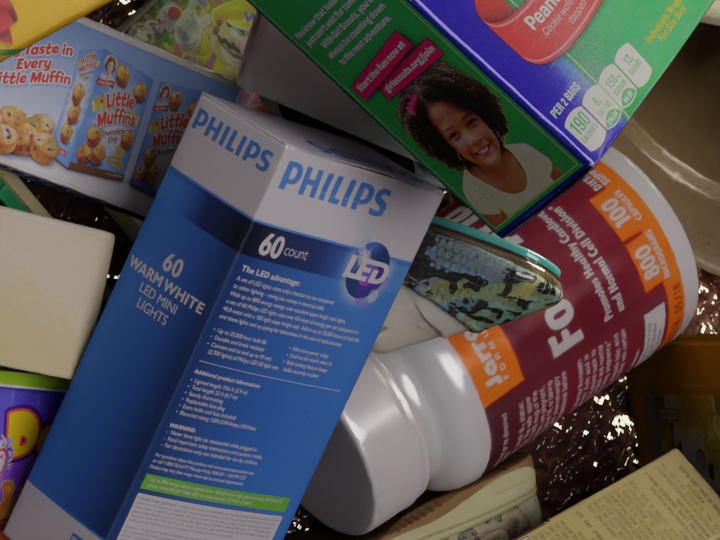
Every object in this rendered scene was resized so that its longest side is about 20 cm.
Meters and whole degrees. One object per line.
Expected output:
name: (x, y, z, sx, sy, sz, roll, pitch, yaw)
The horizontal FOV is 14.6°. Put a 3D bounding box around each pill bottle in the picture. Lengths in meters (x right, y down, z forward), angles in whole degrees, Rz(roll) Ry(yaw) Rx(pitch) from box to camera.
pill bottle: (0.050, 0.030, 1.299, 0.200, 0.114, 0.114, -33, 103, -27)

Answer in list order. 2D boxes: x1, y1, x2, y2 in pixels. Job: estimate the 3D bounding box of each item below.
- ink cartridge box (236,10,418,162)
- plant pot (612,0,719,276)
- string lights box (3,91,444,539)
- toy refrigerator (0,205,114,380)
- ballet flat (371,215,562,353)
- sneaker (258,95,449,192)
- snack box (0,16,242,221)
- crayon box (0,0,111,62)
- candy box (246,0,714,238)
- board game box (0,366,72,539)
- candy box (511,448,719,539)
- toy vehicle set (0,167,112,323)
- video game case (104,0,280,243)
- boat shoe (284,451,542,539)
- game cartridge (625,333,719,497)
ink cartridge box: (0.047, -0.145, 1.215, 0.146, 0.084, 0.200, 23, 55, -2)
plant pot: (0.214, -0.122, 1.375, 0.200, 0.200, 0.184, 41, 57, -21)
string lights box: (-0.055, 0.038, 1.148, 0.103, 0.059, 0.200, 16, 102, -49)
toy refrigerator: (-0.202, -0.004, 1.102, 0.200, 0.076, 0.070, 15, 88, -42)
ballet flat: (0.000, 0.000, 1.218, 0.074, 0.200, 0.074, -20, 120, -40)
sneaker: (0.059, -0.102, 1.288, 0.200, 0.076, 0.114, -33, 63, -23)
snack box: (-0.137, -0.076, 1.180, 0.200, 0.024, 0.072, 21, 84, -41)
crayon box: (-0.152, -0.146, 1.080, 0.200, 0.051, 0.127, -30, 102, -6)
candy box: (0.037, -0.141, 1.089, 0.200, 0.077, 0.169, 41, 52, -5)
board game box: (-0.153, 0.106, 1.184, 0.200, 0.045, 0.135, 8, 92, -42)
candy box: (0.075, 0.172, 1.301, 0.200, 0.116, 0.055, -27, 62, -29)
toy vehicle set: (-0.195, -0.004, 1.177, 0.124, 0.026, 0.200, -53, 127, -22)
video game case: (-0.041, -0.084, 1.310, 0.200, 0.018, 0.143, -46, 108, -24)
boat shoe: (0.010, 0.144, 1.293, 0.200, 0.073, 0.063, -23, 101, -31)
game cartridge: (0.182, 0.129, 1.333, 0.032, 0.176, 0.200, -8, 90, -18)
